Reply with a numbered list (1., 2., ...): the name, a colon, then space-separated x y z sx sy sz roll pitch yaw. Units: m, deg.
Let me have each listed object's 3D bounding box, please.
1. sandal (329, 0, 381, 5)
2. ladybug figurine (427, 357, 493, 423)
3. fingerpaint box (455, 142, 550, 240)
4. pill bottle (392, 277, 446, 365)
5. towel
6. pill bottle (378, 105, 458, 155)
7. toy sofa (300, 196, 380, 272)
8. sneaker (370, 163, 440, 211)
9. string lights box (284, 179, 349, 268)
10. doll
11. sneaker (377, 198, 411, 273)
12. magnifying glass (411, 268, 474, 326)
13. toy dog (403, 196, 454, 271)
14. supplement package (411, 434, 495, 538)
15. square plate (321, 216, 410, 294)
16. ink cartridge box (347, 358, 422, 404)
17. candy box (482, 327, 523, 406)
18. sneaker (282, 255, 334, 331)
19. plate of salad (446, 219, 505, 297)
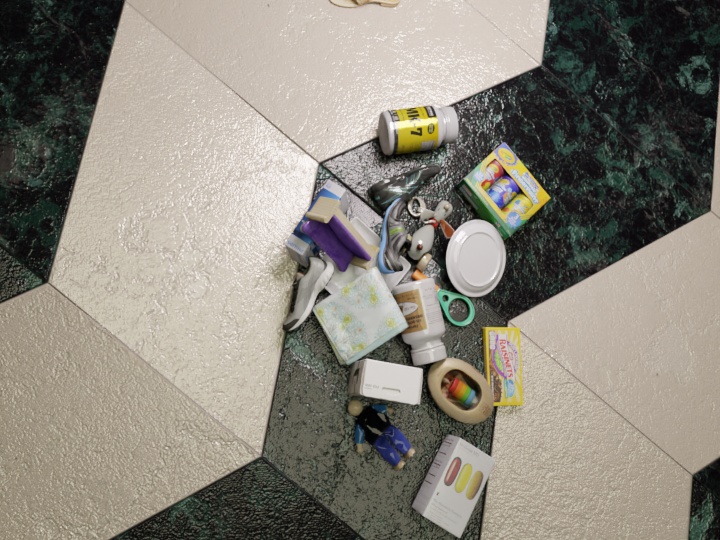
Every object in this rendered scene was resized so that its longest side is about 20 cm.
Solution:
1. sandal: 0.016 -0.780 1.748 0.206 0.070 0.080 0 81 -10
2. ladybug figurine: 0.252 0.308 1.611 0.199 0.072 0.137 40 77 -2
3. fingerpaint box: 0.388 -0.214 1.721 0.166 0.073 0.201 -39 89 -14
4. pill bottle: 0.154 0.130 1.600 0.112 0.114 0.205 -12 86 -12
5. towel: -0.003 0.117 1.569 0.197 0.048 0.174 -31 85 8
6. pill bottle: 0.153 -0.377 1.685 0.195 0.114 0.117 -10 82 -12
7. toy sofa: -0.048 -0.077 1.534 0.098 0.082 0.200 -55 130 -15
8. sneaker: 0.126 -0.224 1.683 0.196 0.075 0.081 -22 92 -4
9. string lights box: -0.106 -0.116 1.595 0.058 0.103 0.202 30 76 13
10. doll: 0.041 0.402 1.569 0.136 0.048 0.200 -43 90 -15
11. sneaker: 0.094 -0.086 1.614 0.081 0.071 0.204 5 70 11
12. magnifying glass: 0.218 0.069 1.670 0.199 0.022 0.080 40 76 0
13. toy dog: 0.178 -0.104 1.653 0.129 0.096 0.205 16 78 -7
14. supplement package: 0.227 0.524 1.551 0.112 0.110 0.203 30 77 -4
15. square plate: 0.000 0.000 1.639 0.197 0.028 0.201 40 76 -1
16. ink cartridge box: 0.056 0.268 1.516 0.143 0.200 0.085 11 78 -8
17. candy box: 0.376 0.252 1.666 0.100 0.026 0.206 1 81 -13
18. sneaker: -0.144 0.057 1.565 0.078 0.074 0.203 30 89 -17
19. plate of salad: 0.304 -0.032 1.685 0.196 0.048 0.206 -3 96 -27
